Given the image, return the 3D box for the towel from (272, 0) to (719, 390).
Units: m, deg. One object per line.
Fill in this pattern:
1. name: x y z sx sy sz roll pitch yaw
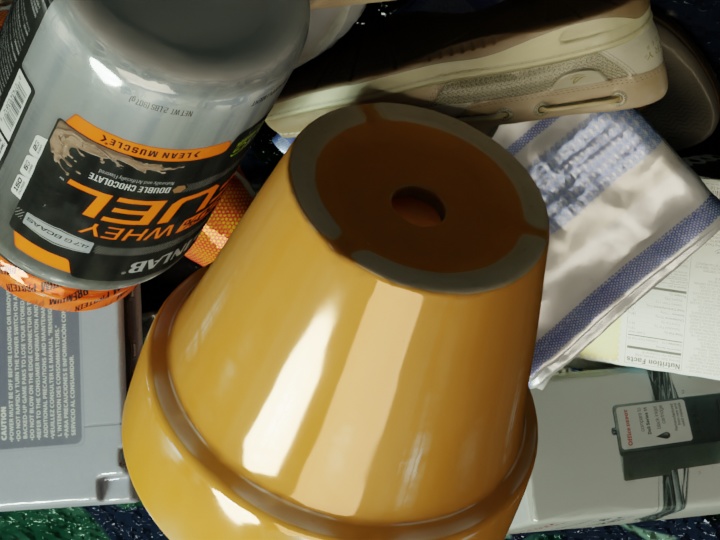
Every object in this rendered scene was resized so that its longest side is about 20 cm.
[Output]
1. towel: 0.071 -0.047 1.360 0.147 0.024 0.200 -41 106 20

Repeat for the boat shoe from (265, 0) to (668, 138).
1. boat shoe: 0.047 -0.087 1.294 0.199 0.072 0.065 -12 117 14

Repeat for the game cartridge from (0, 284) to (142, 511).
1. game cartridge: -0.185 0.031 1.485 0.132 0.201 0.042 -5 171 22

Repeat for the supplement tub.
1. supplement tub: -0.110 -0.074 1.219 0.122 0.123 0.200 18 143 -12

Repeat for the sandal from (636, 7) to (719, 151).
1. sandal: 0.109 -0.115 1.364 0.081 0.055 0.200 -18 136 31

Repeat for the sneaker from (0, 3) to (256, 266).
1. sneaker: -0.132 -0.053 1.416 0.200 0.077 0.073 37 136 -12

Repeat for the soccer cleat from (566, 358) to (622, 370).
1. soccer cleat: 0.094 0.011 1.526 0.199 0.070 0.078 4 140 10

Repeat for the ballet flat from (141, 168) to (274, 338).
1. ballet flat: -0.082 -0.004 1.510 0.199 0.057 0.067 -25 96 11

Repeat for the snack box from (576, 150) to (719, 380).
1. snack box: 0.114 -0.012 1.453 0.199 0.037 0.117 9 115 13

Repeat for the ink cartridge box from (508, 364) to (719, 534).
1. ink cartridge box: 0.165 0.098 1.526 0.199 0.084 0.147 -4 172 -12

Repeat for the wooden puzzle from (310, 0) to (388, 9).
1. wooden puzzle: 0.077 -0.197 1.203 0.185 0.046 0.200 -11 150 -40

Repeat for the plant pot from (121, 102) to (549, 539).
1. plant pot: 0.003 0.030 1.272 0.199 0.201 0.184 14 133 -8

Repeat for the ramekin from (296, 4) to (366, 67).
1. ramekin: -0.076 -0.178 1.277 0.199 0.105 0.201 6 143 4

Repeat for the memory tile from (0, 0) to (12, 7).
1. memory tile: -0.229 -0.122 1.455 0.200 0.017 0.153 31 138 -26
